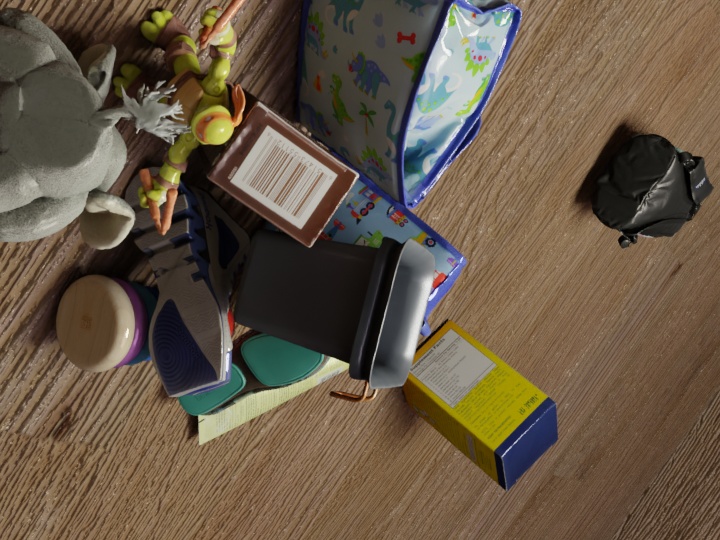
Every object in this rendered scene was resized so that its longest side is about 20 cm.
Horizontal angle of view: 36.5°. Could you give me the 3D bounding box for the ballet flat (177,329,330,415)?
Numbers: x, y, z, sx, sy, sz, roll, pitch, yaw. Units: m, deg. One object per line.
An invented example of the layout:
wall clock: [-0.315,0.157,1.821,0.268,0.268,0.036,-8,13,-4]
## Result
ballet flat: [-0.105,0.090,1.119,0.199,0.075,0.074,-21,161,29]

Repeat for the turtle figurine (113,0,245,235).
turtle figurine: [-0.127,-0.140,0.829,0.064,0.161,0.201,6,117,-35]

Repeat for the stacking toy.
stacking toy: [-0.189,0.048,1.033,0.200,0.085,0.086,2,121,-60]

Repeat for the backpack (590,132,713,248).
backpack: [0.433,-0.124,1.612,0.167,0.127,0.199,-51,152,21]

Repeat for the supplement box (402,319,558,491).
supplement box: [0.161,0.183,1.493,0.109,0.200,0.110,-40,147,-17]

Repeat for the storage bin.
storage bin: [-0.024,0.034,0.962,0.200,0.133,0.147,20,84,-77]

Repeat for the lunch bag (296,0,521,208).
lunch bag: [0.028,-0.182,0.984,0.127,0.170,0.201,-5,126,-44]

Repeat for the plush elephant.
plush elephant: [-0.228,-0.093,0.785,0.198,0.166,0.155,-1,170,-14]

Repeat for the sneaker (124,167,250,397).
sneaker: [-0.138,0.007,0.984,0.080,0.201,0.115,-14,174,25]

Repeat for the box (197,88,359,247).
box: [-0.074,-0.092,0.904,0.100,0.200,0.075,34,93,-17]

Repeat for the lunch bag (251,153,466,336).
lunch bag: [0.000,0.000,1.102,0.151,0.200,0.094,-47,148,-7]

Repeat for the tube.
tube: [-0.103,0.130,1.252,0.199,0.052,0.058,-27,99,-30]
